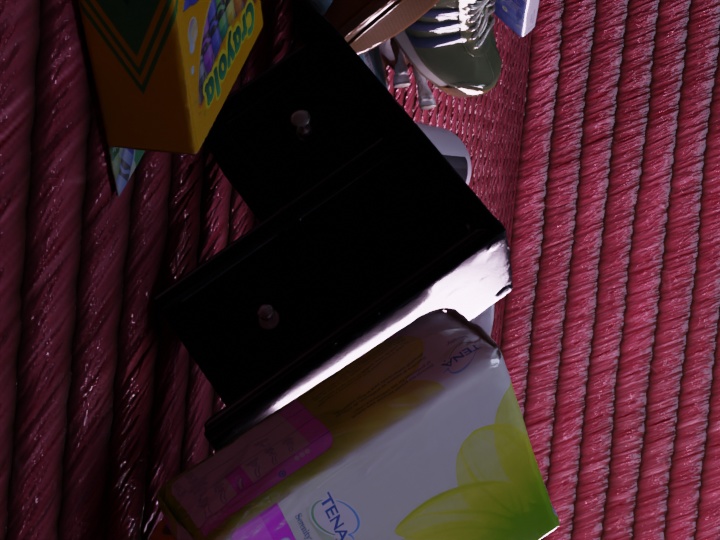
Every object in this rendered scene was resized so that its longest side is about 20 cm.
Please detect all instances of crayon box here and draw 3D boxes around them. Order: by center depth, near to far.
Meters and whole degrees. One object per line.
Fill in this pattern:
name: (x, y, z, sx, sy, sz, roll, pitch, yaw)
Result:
crayon box: (-0.093, -0.150, 0.708, 0.126, 0.051, 0.200, -72, 164, -47)

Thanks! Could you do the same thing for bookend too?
bookend: (-0.048, -0.021, 0.842, 0.200, 0.199, 0.092, 53, -7, 23)

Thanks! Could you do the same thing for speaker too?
speaker: (0.038, -0.088, 1.217, 0.200, 0.081, 0.081, -11, 107, -75)

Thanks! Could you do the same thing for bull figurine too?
bull figurine: (0.032, -0.193, 1.159, 0.200, 0.065, 0.122, 97, -19, -84)

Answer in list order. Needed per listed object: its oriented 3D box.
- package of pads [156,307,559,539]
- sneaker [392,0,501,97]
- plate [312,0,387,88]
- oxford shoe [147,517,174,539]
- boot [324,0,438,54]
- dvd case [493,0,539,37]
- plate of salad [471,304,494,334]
package of pads: (0.003, 0.129, 0.787, 0.068, 0.200, 0.155, 39, -24, 50)
sneaker: (0.066, -0.194, 1.009, 0.200, 0.090, 0.067, 45, 55, -40)
plate: (-0.009, -0.171, 1.030, 0.200, 0.026, 0.201, -15, 90, -81)
oxford shoe: (-0.115, 0.243, 0.830, 0.073, 0.071, 0.200, 144, -46, -59)
boot: (0.003, -0.247, 0.906, 0.200, 0.155, 0.077, -49, 166, 32)
dvd case: (0.075, -0.261, 0.989, 0.018, 0.143, 0.200, -41, 163, -13)
plate of salad: (0.025, 0.049, 1.116, 0.048, 0.200, 0.201, 34, -53, 56)
